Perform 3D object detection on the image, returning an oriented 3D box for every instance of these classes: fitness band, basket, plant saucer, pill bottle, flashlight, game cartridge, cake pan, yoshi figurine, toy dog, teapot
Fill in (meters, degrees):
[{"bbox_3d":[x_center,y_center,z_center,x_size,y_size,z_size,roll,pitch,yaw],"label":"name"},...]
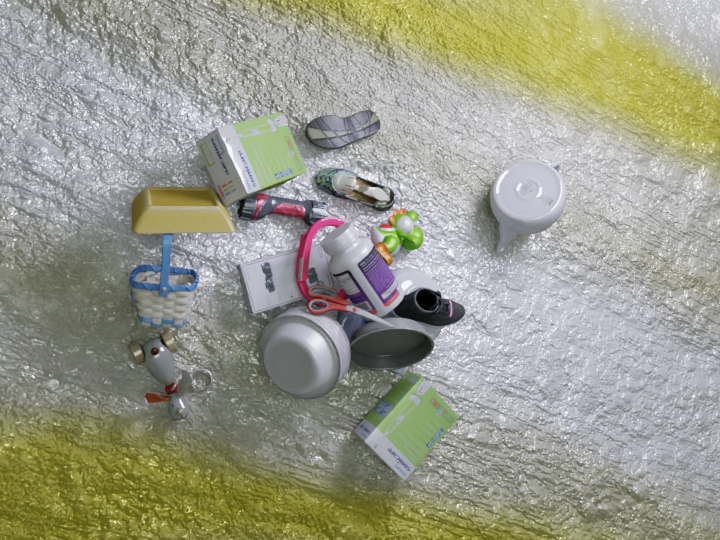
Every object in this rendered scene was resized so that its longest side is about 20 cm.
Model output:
[{"bbox_3d":[-0.072,-0.018,1.521,0.143,0.037,0.201,11,84,-29],"label":"fitness band"},{"bbox_3d":[-0.403,0.010,1.398,0.138,0.176,0.201,8,98,-15],"label":"basket"},{"bbox_3d":[-0.368,-0.131,1.396,0.199,0.200,0.049,-2,113,-19],"label":"plant saucer"},{"bbox_3d":[0.000,0.000,1.476,0.111,0.111,0.200,-39,108,-15],"label":"pill bottle"},{"bbox_3d":[-0.174,-0.134,1.535,0.199,0.068,0.068,10,113,-19],"label":"flashlight"},{"bbox_3d":[0.033,0.152,1.617,0.199,0.042,0.134,23,87,-17],"label":"game cartridge"},{"bbox_3d":[0.065,0.166,1.524,0.199,0.201,0.037,7,53,-18],"label":"cake pan"},{"bbox_3d":[0.090,-0.061,1.593,0.112,0.112,0.200,22,47,23],"label":"yoshi figurine"},{"bbox_3d":[-0.410,0.221,1.435,0.132,0.096,0.200,-44,102,-13],"label":"toy dog"},{"bbox_3d":[0.420,-0.171,1.696,0.199,0.146,0.198,-12,66,9],"label":"teapot"}]

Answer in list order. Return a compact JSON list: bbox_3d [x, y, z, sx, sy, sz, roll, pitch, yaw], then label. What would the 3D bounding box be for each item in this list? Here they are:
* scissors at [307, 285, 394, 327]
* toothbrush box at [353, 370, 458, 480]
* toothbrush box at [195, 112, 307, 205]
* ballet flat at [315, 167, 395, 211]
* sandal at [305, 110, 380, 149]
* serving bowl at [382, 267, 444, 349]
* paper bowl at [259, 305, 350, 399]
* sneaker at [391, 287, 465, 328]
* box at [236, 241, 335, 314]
[{"bbox_3d":[-0.020,0.075,1.453,0.199,0.014,0.073,10,52,4],"label":"scissors"},{"bbox_3d":[0.108,0.364,1.602,0.200,0.086,0.146,-47,107,-13],"label":"toothbrush box"},{"bbox_3d":[-0.230,-0.243,1.457,0.200,0.086,0.146,-32,100,-50],"label":"toothbrush box"},{"bbox_3d":[-0.005,-0.195,1.590,0.199,0.074,0.075,15,85,-18],"label":"ballet flat"},{"bbox_3d":[-0.041,-0.324,1.589,0.200,0.057,0.080,-17,89,-33],"label":"sandal"},{"bbox_3d":[0.126,0.085,1.607,0.199,0.066,0.201,7,73,-25],"label":"serving bowl"},{"bbox_3d":[-0.129,0.186,1.472,0.200,0.104,0.202,7,110,20],"label":"paper bowl"},{"bbox_3d":[0.175,0.085,1.537,0.199,0.099,0.071,7,72,-27],"label":"sneaker"},{"bbox_3d":[-0.169,0.015,1.537,0.199,0.060,0.117,-18,95,-18],"label":"box"}]
